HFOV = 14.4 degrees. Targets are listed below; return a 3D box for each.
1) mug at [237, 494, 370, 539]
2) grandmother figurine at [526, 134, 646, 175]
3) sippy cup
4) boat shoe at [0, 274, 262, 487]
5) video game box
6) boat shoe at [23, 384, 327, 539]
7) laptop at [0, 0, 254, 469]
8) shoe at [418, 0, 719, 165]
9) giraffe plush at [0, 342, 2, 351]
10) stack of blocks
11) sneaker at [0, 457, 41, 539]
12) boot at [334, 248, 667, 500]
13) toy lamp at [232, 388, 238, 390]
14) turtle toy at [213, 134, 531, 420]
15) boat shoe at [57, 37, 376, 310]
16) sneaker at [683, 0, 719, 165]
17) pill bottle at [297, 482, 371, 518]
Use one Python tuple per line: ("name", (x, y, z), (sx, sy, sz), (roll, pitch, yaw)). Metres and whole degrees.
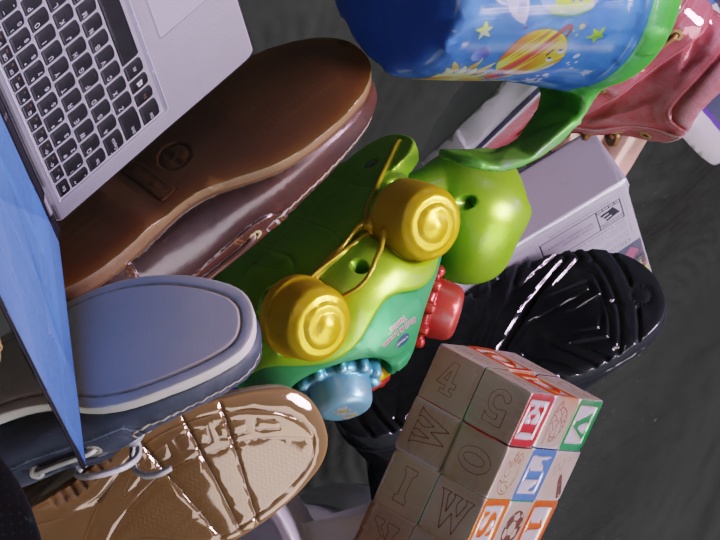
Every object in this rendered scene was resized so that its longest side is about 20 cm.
("mug", (-0.065, 0.157, 1.510), (0.199, 0.148, 0.175), (-16, 177, 6))
("grandmother figurine", (0.176, -0.131, 1.656), (0.200, 0.061, 0.121), (-53, 165, 14))
("sippy cup", (0.063, -0.146, 1.358), (0.130, 0.178, 0.140), (-12, 167, -38))
("boat shoe", (-0.129, 0.061, 1.283), (0.199, 0.075, 0.062), (-21, 132, 15))
("video game box", (0.071, 0.020, 1.651), (0.200, 0.047, 0.182), (-31, 153, -2))
("boat shoe", (-0.113, 0.104, 1.342), (0.200, 0.069, 0.074), (-25, 110, -8))
("laptop", (-0.099, -0.059, 1.192), (0.200, 0.116, 0.187), (-42, 151, -16))
("shoe", (0.116, -0.089, 1.492), (0.200, 0.091, 0.072), (-42, -163, 45))
("giraffe plush", (-0.214, 0.022, 1.070), (0.200, 0.162, 0.173), (-44, 155, -11))
("stack of blocks", (0.048, 0.142, 1.451), (0.115, 0.058, 0.201), (9, 107, -62))
("sneaker", (-0.202, 0.103, 1.172), (0.067, 0.202, 0.108), (7, 129, -47))
("boot", (0.086, 0.076, 1.623), (0.200, 0.077, 0.168), (-24, 151, 1))
("toy lamp", (-0.123, 0.064, 1.425), (0.200, 0.058, 0.058), (-20, 144, -48))
("turtle toy", (0.000, 0.000, 1.406), (0.200, 0.146, 0.101), (-40, 120, -20))
("boat shoe", (-0.075, -0.034, 1.344), (0.200, 0.070, 0.070), (-33, 141, -12))
("sneaker", (0.194, -0.160, 1.556), (0.146, 0.081, 0.200), (-43, 132, 3))
("pill bottle", (0.004, 0.189, 1.763), (0.112, 0.111, 0.200), (-53, 156, 10))
